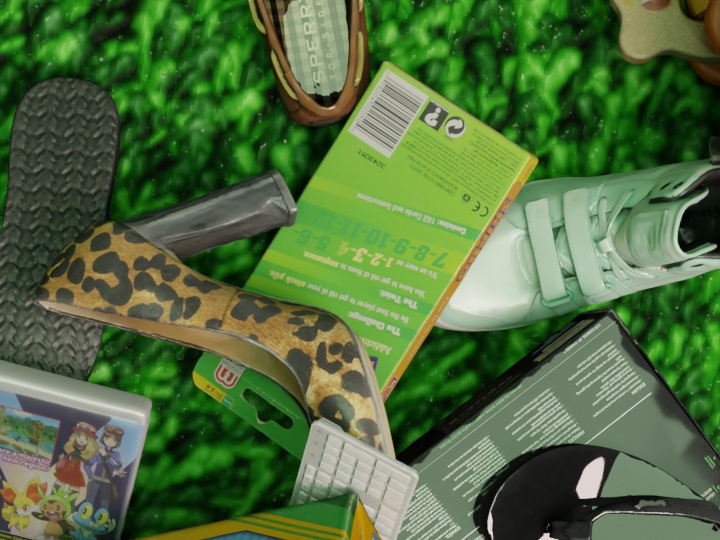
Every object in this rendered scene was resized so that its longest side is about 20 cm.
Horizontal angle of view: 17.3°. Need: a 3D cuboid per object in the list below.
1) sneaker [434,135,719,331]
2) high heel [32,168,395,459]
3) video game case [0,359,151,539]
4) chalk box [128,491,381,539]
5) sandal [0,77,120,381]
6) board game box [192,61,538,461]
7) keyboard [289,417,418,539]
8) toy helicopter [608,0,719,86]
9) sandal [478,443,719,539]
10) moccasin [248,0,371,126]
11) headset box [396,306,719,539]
[{"bbox_3d":[0.123,-0.019,1.226,0.200,0.118,0.074,-17,90,-2],"label":"sneaker"},{"bbox_3d":[-0.072,0.054,1.184,0.142,0.071,0.200,-20,67,-12],"label":"high heel"},{"bbox_3d":[-0.223,0.123,1.214,0.200,0.023,0.182,15,112,-2],"label":"video game case"},{"bbox_3d":[-0.077,0.208,1.145,0.200,0.124,0.125,-12,126,20],"label":"chalk box"},{"bbox_3d":[-0.165,-0.002,1.251,0.075,0.048,0.201,13,74,-1],"label":"sandal"},{"bbox_3d":[0.000,0.000,1.238,0.096,0.030,0.200,34,95,16],"label":"board game box"},{"bbox_3d":[-0.012,0.136,1.181,0.056,0.200,0.011,32,58,11],"label":"keyboard"},{"bbox_3d":[0.141,-0.177,1.256,0.200,0.079,0.132,8,85,0],"label":"toy helicopter"},{"bbox_3d":[0.158,0.140,1.166,0.200,0.043,0.076,20,86,-3],"label":"sandal"},{"bbox_3d":[-0.037,-0.176,1.244,0.074,0.078,0.202,-6,88,-1],"label":"moccasin"},{"bbox_3d":[0.116,0.150,1.231,0.174,0.093,0.200,-38,90,-4],"label":"headset box"}]
